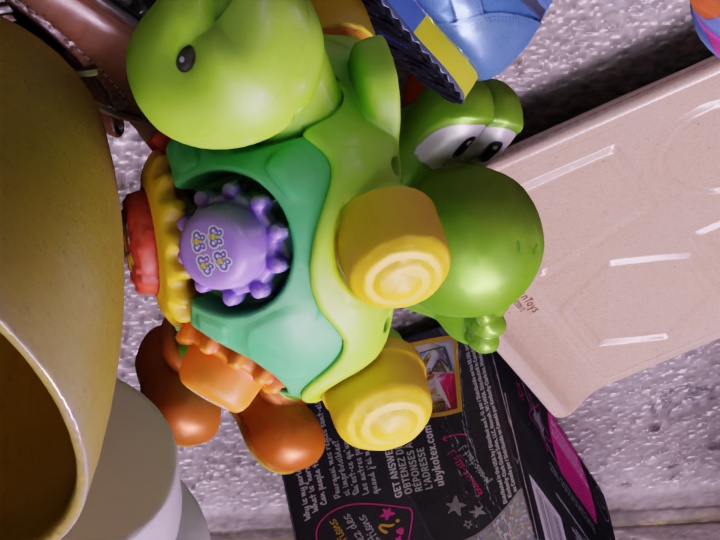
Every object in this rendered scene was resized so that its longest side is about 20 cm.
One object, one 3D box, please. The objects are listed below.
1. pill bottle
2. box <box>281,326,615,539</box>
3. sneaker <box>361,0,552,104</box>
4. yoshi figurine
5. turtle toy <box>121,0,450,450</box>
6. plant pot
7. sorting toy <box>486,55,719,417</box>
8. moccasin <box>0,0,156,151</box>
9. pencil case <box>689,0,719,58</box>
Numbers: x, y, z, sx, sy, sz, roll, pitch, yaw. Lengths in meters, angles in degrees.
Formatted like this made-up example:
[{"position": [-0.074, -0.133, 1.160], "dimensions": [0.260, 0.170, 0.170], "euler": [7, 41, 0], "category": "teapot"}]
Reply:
[{"position": [-0.115, 0.132, 1.191], "dimensions": [0.114, 0.114, 0.200], "euler": [-7, 144, -7], "category": "pill bottle"}, {"position": [0.049, 0.136, 1.389], "dimensions": [0.115, 0.132, 0.200], "euler": [-21, 144, 12], "category": "box"}, {"position": [0.009, -0.147, 1.071], "dimensions": [0.078, 0.066, 0.200], "euler": [-46, 132, -5], "category": "sneaker"}, {"position": [0.001, 0.010, 1.195], "dimensions": [0.112, 0.112, 0.200], "euler": [41, 119, -2], "category": "yoshi figurine"}, {"position": [-0.033, -0.032, 1.049], "dimensions": [0.101, 0.146, 0.200], "euler": [-8, 138, -11], "category": "turtle toy"}, {"position": [-0.163, -0.012, 1.037], "dimensions": [0.200, 0.142, 0.200], "euler": [14, 142, 11], "category": "plant pot"}, {"position": [0.137, -0.027, 1.287], "dimensions": [0.200, 0.037, 0.185], "euler": [-27, 142, 12], "category": "sorting toy"}, {"position": [-0.097, -0.082, 1.111], "dimensions": [0.078, 0.074, 0.201], "euler": [-35, 149, 13], "category": "moccasin"}, {"position": [0.143, -0.153, 1.076], "dimensions": [0.088, 0.088, 0.200], "euler": [-17, 146, 7], "category": "pencil case"}]
